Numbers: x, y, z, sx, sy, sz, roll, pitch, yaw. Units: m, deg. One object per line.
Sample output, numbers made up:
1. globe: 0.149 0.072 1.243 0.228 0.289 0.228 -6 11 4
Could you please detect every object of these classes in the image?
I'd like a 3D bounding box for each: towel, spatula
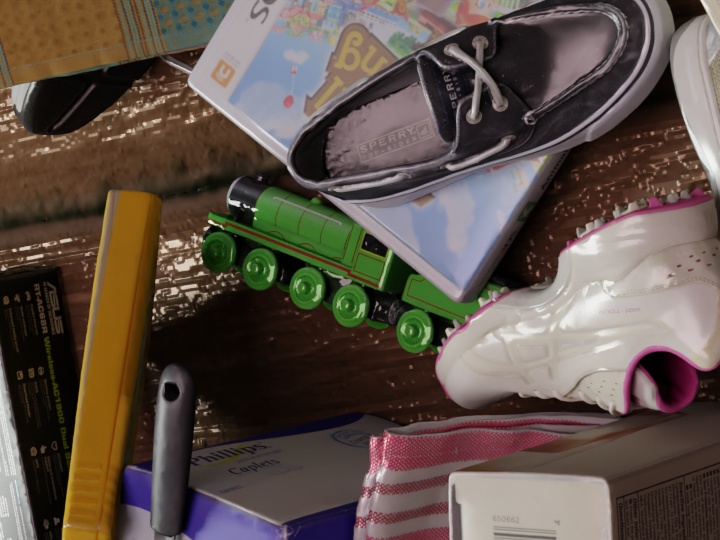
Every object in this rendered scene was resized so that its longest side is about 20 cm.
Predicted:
1. towel: -0.148 -0.172 1.535 0.199 0.022 0.147 -13 114 -3
2. towel: 0.059 0.167 1.457 0.030 0.146 0.201 31 118 56
3. spatula: -0.098 0.140 1.416 0.056 0.021 0.201 15 103 29

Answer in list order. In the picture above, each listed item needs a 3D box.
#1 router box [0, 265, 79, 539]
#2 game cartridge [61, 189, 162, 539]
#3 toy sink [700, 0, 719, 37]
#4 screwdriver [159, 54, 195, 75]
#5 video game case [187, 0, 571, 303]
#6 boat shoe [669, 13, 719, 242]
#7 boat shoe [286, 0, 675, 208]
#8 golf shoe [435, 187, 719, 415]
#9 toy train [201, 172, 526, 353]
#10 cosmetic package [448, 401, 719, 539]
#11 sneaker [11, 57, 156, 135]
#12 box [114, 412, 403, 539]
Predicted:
1. router box: -0.228 0.105 1.706 0.149 0.062 0.201 -9 92 36
2. game cartridge: -0.130 0.087 1.536 0.176 0.032 0.201 102 173 -61
3. toy sink: 0.190 -0.210 1.316 0.112 0.130 0.201 -32 77 34
4. screwdriver: -0.027 -0.076 1.560 0.200 0.029 0.028 29 113 33
5. video game case: 0.028 -0.114 1.492 0.200 0.022 0.182 39 107 24
6. boat shoe: 0.205 -0.032 1.367 0.065 0.074 0.203 -28 74 40
7. boat shoe: 0.054 -0.085 1.425 0.199 0.068 0.072 -21 79 27
8. golf shoe: 0.105 0.037 1.396 0.200 0.075 0.092 -38 74 52
9. toy train: 0.000 0.000 1.541 0.200 0.042 0.057 22 100 32
10. cosmetic package: 0.131 0.124 1.364 0.087 0.200 0.104 1 96 37
11. sneaker: -0.151 -0.179 1.614 0.115 0.076 0.201 41 110 34
12. box: -0.032 0.190 1.502 0.105 0.184 0.201 18 107 35
